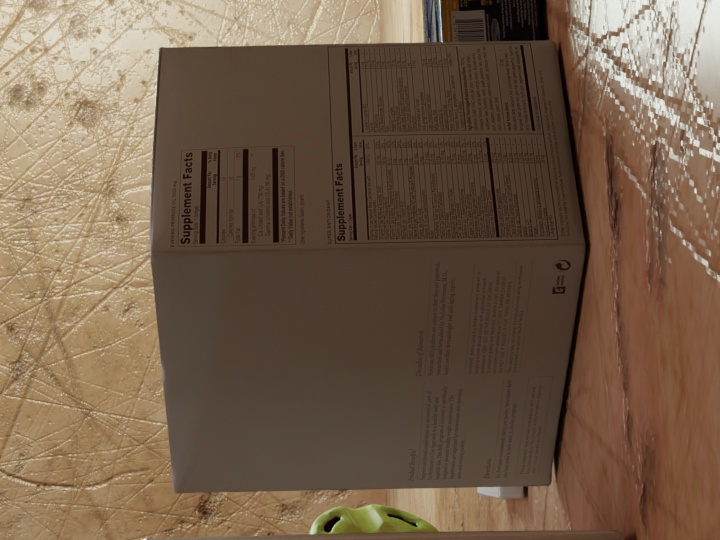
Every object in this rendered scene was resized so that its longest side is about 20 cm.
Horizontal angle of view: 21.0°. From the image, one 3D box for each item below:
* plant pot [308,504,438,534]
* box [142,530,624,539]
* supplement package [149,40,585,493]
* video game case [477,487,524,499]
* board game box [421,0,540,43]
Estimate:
[{"bbox_3d":[0.003,0.319,1.735,0.200,0.200,0.184,-95,16,-64],"label":"plant pot"},{"bbox_3d":[0.009,0.211,0.803,0.131,0.200,0.199,99,170,-77],"label":"box"},{"bbox_3d":[0.000,0.000,0.987,0.191,0.200,0.147,92,177,-48],"label":"supplement package"},{"bbox_3d":[0.084,0.042,1.223,0.143,0.018,0.200,111,158,-84],"label":"video game case"},{"bbox_3d":[0.065,-0.163,1.113,0.165,0.057,0.200,88,180,-68],"label":"board game box"}]
